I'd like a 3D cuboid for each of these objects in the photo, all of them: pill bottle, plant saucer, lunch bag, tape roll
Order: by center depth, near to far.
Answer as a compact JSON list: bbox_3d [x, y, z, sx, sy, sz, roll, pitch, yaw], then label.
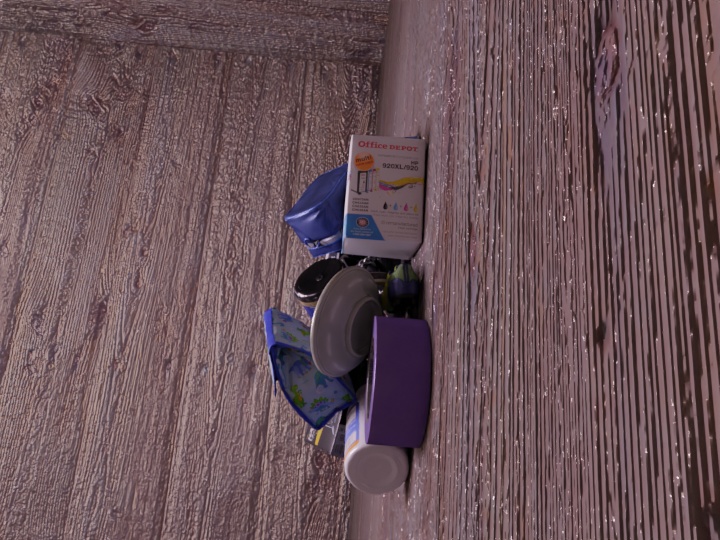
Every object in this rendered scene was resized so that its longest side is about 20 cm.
[{"bbox_3d":[0.055,0.176,0.870,0.200,0.084,0.203,-175,90,-89],"label":"tape roll"},{"bbox_3d":[-0.009,0.095,0.957,0.199,0.050,0.202,-27,-56,-51],"label":"plant saucer"},{"bbox_3d":[0.028,0.296,0.995,0.200,0.111,0.113,-88,3,-69],"label":"pill bottle"},{"bbox_3d":[-0.116,0.177,1.046,0.201,0.127,0.170,54,180,-22],"label":"lunch bag"},{"bbox_3d":[-0.038,0.084,1.069,0.112,0.111,0.201,-88,-27,-55],"label":"pill bottle"},{"bbox_3d":[-0.059,-0.120,1.186,0.133,0.135,0.201,52,-130,-24],"label":"lunch bag"}]

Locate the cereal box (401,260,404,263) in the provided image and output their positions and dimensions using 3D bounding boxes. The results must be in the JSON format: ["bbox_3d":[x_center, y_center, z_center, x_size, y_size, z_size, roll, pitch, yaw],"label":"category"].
[{"bbox_3d":[0.080,-0.024,1.276,0.144,0.039,0.202,-87,1,-64],"label":"cereal box"}]

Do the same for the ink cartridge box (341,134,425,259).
[{"bbox_3d":[0.043,-0.139,1.056,0.145,0.145,0.203,104,170,-78],"label":"ink cartridge box"}]

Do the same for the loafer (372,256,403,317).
[{"bbox_3d":[0.071,0.009,1.159,0.068,0.070,0.203,12,114,65],"label":"loafer"}]

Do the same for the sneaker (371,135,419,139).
[{"bbox_3d":[0.064,-0.263,1.213,0.199,0.114,0.082,-158,73,-88],"label":"sneaker"}]

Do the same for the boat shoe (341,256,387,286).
[{"bbox_3d":[0.000,0.000,1.137,0.200,0.072,0.064,-178,93,-67],"label":"boat shoe"}]

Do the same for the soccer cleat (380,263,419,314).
[{"bbox_3d":[0.071,0.036,1.021,0.200,0.064,0.085,122,148,-76],"label":"soccer cleat"}]

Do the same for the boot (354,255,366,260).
[{"bbox_3d":[0.016,0.019,1.295,0.211,0.078,0.160,90,-175,-83],"label":"boot"}]

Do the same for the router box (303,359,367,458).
[{"bbox_3d":[-0.046,0.285,1.163,0.157,0.052,0.202,-12,59,64],"label":"router box"}]

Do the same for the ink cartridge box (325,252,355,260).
[{"bbox_3d":[-0.039,-0.024,1.347,0.199,0.043,0.202,67,-154,-58],"label":"ink cartridge box"}]

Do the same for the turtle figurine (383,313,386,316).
[{"bbox_3d":[0.026,0.145,1.410,0.101,0.149,0.201,-43,30,14],"label":"turtle figurine"}]
